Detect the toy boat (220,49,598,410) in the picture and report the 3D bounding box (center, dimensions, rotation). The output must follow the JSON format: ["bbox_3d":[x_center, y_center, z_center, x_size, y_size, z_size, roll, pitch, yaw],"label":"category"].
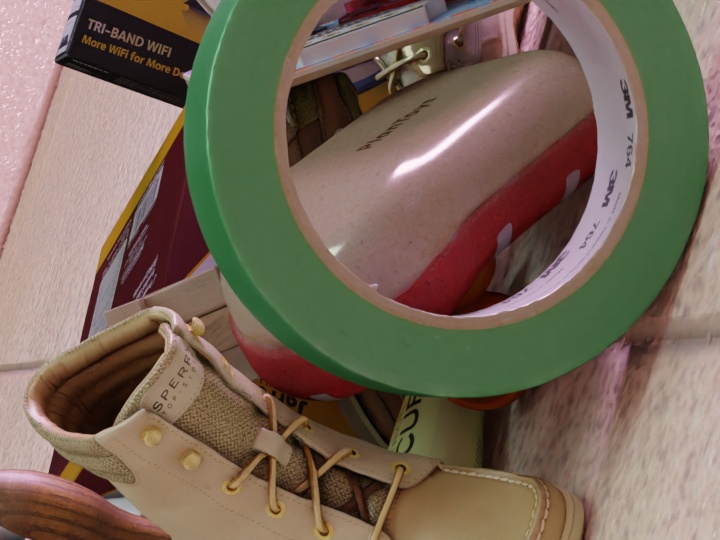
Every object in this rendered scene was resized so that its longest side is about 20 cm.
[{"bbox_3d":[0.035,0.000,1.217,0.130,0.131,0.200,-11,20,44],"label":"toy boat"}]

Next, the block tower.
[{"bbox_3d":[-0.062,0.026,1.304,0.200,0.058,0.054,-28,-84,-80],"label":"block tower"}]

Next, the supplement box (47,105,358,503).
[{"bbox_3d":[-0.068,0.040,1.531,0.197,0.132,0.201,127,158,-51],"label":"supplement box"}]

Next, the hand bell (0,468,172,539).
[{"bbox_3d":[-0.094,0.130,1.368,0.104,0.199,0.105,-161,90,-78],"label":"hand bell"}]

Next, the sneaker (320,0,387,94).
[{"bbox_3d":[-0.008,-0.137,1.494,0.074,0.083,0.200,-10,11,35],"label":"sneaker"}]

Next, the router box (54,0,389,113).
[{"bbox_3d":[-0.051,-0.158,1.593,0.052,0.199,0.158,177,110,-76],"label":"router box"}]

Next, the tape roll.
[{"bbox_3d":[0.033,-0.052,1.101,0.048,0.200,0.201,177,111,-76],"label":"tape roll"}]

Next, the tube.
[{"bbox_3d":[0.030,0.086,1.260,0.058,0.052,0.201,-19,40,29],"label":"tube"}]

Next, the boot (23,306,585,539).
[{"bbox_3d":[-0.025,0.079,1.135,0.199,0.155,0.073,-3,51,43],"label":"boot"}]

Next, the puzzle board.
[{"bbox_3d":[0.021,-0.120,1.324,0.151,0.199,0.017,-152,42,-77],"label":"puzzle board"}]

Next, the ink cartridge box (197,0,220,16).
[{"bbox_3d":[-0.006,-0.204,1.340,0.144,0.085,0.200,-36,13,26],"label":"ink cartridge box"}]

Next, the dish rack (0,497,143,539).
[{"bbox_3d":[-0.153,0.210,1.438,0.171,0.044,0.201,-7,49,30],"label":"dish rack"}]

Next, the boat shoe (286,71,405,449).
[{"bbox_3d":[0.000,0.000,1.331,0.072,0.068,0.201,-109,-3,-56],"label":"boat shoe"}]

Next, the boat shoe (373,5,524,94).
[{"bbox_3d":[0.040,-0.109,1.440,0.074,0.069,0.201,124,160,-49],"label":"boat shoe"}]
